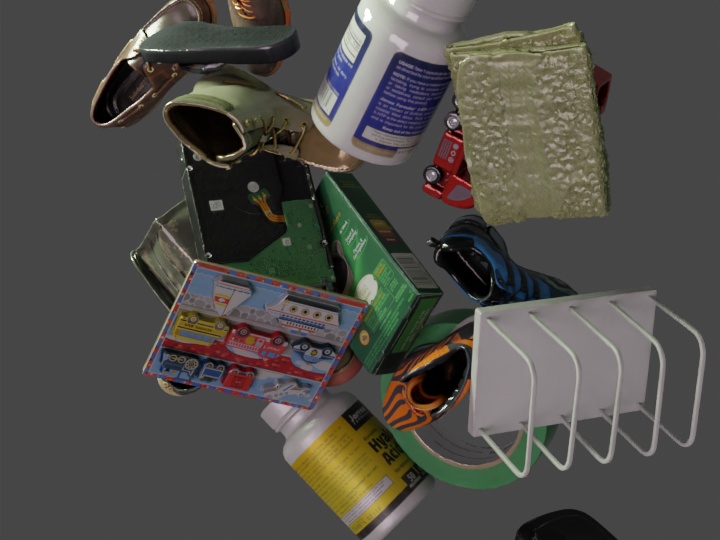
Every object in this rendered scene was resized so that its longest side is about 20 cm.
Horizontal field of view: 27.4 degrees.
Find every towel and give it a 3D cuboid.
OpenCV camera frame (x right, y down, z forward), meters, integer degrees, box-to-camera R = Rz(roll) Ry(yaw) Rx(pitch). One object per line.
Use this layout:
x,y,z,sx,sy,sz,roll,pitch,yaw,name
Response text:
0.168,-0.139,1.445,0.148,0.036,0.200,-3,116,24,towel

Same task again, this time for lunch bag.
-0.172,0.007,1.689,0.164,0.118,0.200,51,155,1,lunch bag

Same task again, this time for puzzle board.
-0.109,0.073,1.547,0.200,0.017,0.151,14,121,-25,puzzle board

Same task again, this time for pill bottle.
-0.018,0.211,1.703,0.200,0.111,0.111,45,123,5,pill bottle
0.040,-0.218,1.496,0.120,0.120,0.200,36,122,11,pill bottle

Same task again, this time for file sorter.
0.225,0.112,1.462,0.125,0.200,0.139,-134,41,-59,file sorter

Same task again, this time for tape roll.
0.121,0.143,1.640,0.200,0.048,0.201,10,113,24,tape roll

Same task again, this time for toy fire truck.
0.157,-0.136,1.508,0.141,0.049,0.200,29,121,13,toy fire truck

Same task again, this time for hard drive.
-0.112,-0.055,1.590,0.038,0.140,0.200,122,137,-60,hard drive

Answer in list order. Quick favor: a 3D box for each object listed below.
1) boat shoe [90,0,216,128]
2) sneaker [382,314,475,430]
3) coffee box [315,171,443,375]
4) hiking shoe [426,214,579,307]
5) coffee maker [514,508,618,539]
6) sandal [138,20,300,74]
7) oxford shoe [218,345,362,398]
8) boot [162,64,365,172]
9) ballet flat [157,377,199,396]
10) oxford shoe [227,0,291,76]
-0.236,-0.232,1.670,0.070,0.070,0.200,46,122,9,boat shoe
0.066,0.122,1.559,0.078,0.112,0.200,47,131,7,sneaker
0.000,0.000,1.602,0.200,0.044,0.123,52,128,33,coffee box
0.156,0.029,1.550,0.200,0.087,0.074,38,123,10,hiking shoe
0.196,0.370,1.638,0.192,0.135,0.200,26,119,18,coffee maker
-0.154,-0.228,1.560,0.200,0.076,0.043,9,127,33,sandal
-0.094,0.092,1.661,0.200,0.071,0.075,-13,132,30,oxford shoe
-0.095,-0.141,1.531,0.200,0.155,0.072,26,112,3,boot
-0.194,0.107,1.659,0.066,0.057,0.200,39,151,-7,ballet flat
-0.122,-0.295,1.575,0.071,0.073,0.200,9,122,24,oxford shoe
